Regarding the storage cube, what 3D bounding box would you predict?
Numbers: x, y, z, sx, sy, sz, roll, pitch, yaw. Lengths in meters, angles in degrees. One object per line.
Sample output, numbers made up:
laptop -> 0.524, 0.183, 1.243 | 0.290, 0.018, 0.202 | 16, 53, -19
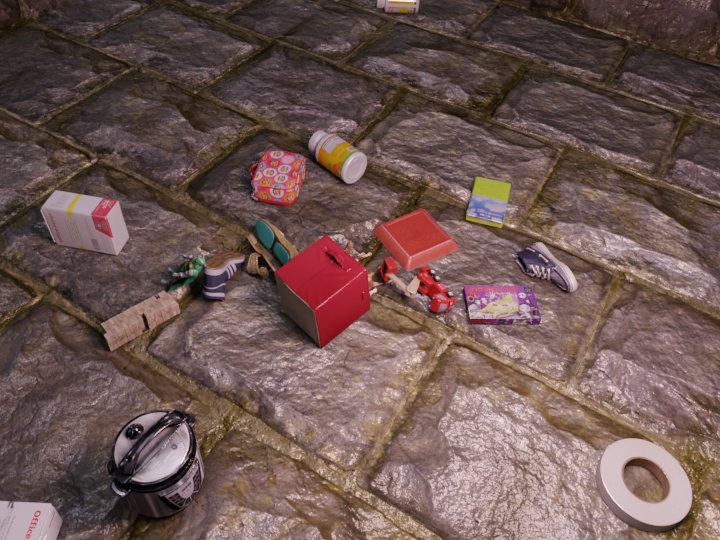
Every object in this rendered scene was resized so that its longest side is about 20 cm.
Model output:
storage cube -> -0.095, 0.056, 1.622 | 0.179, 0.202, 0.170 | -37, 59, -24

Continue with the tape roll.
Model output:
tape roll -> 0.626, 0.471, 1.383 | 0.199, 0.037, 0.205 | 2, 48, -2

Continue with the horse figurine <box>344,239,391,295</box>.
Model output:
horse figurine -> 0.000, 0.000, 1.776 | 0.131, 0.050, 0.200 | -26, 57, -32

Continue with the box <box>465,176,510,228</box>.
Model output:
box -> 0.409, -0.214, 1.999 | 0.120, 0.048, 0.202 | 13, 48, 10

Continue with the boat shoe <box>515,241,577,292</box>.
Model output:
boat shoe -> 0.528, 0.004, 1.796 | 0.091, 0.075, 0.201 | -21, 43, -13

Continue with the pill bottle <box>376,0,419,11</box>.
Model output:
pill bottle -> 0.174, -1.267, 2.921 | 0.196, 0.110, 0.110 | 1, 46, -3

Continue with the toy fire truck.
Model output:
toy fire truck -> 0.156, 0.041, 1.722 | 0.139, 0.049, 0.201 | -8, 47, -33

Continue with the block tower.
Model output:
block tower -> -0.573, 0.126, 1.621 | 0.199, 0.055, 0.058 | -33, 56, -30

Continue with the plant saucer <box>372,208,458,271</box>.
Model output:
plant saucer -> 0.168, -0.106, 1.893 | 0.197, 0.037, 0.201 | -22, 51, -22

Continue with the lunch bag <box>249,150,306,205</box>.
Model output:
lunch bag -> -0.275, -0.305, 2.020 | 0.173, 0.083, 0.202 | 9, 48, 5

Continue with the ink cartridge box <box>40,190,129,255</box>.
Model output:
ink cartridge box -> -0.786, -0.137, 1.789 | 0.196, 0.147, 0.084 | 10, 46, 6

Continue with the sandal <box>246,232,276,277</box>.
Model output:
sandal -> -0.294, -0.021, 1.776 | 0.069, 0.078, 0.212 | -33, 48, -6

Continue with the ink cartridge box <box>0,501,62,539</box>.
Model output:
ink cartridge box -> -0.709, 0.535, 1.211 | 0.196, 0.085, 0.148 | 3, 47, 0

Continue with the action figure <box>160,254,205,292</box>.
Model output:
action figure -> -0.466, -0.002, 1.664 | 0.054, 0.198, 0.120 | 37, 53, -28

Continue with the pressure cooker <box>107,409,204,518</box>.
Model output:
pressure cooker -> -0.419, 0.392, 1.283 | 0.175, 0.202, 0.178 | -5, 46, -9

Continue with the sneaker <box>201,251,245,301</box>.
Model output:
sneaker -> -0.382, 0.016, 1.734 | 0.069, 0.110, 0.200 | 12, 17, 11

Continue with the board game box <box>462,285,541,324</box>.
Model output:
board game box -> 0.389, 0.095, 1.727 | 0.196, 0.033, 0.121 | 0, 43, -3

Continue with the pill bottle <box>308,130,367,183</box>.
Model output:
pill bottle -> -0.081, -0.386, 2.086 | 0.110, 0.112, 0.199 | -33, 56, -30

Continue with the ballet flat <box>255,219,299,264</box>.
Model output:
ballet flat -> -0.240, -0.077, 1.836 | 0.062, 0.069, 0.200 | -2, 42, -45
